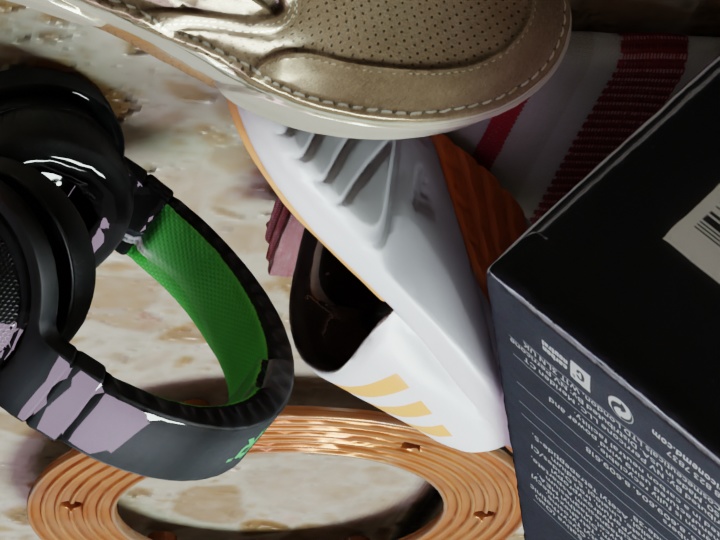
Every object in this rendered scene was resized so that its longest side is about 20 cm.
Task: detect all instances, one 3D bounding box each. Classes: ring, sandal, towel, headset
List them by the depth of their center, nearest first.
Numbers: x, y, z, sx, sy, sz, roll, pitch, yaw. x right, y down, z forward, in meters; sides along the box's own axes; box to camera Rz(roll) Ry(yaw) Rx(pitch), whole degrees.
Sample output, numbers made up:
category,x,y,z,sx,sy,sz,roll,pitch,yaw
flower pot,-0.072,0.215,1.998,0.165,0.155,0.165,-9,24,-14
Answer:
category,x,y,z,sx,sy,sz,roll,pitch,yaw
headset,-0.114,-0.004,0.866,0.200,0.124,0.094,37,115,-11
sandal,0.000,-0.007,0.868,0.059,0.079,0.207,-16,142,24
towel,0.079,-0.035,0.922,0.200,0.023,0.144,3,153,-13
ring,-0.032,0.089,1.183,0.200,0.019,0.200,-1,154,-1

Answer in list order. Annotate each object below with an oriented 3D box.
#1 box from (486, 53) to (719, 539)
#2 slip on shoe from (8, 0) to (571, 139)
category,x,y,z,sx,sy,sz,roll,pitch,yaw
box,0.127,0.032,0.851,0.148,0.104,0.200,-41,154,-17
slip on shoe,-0.028,-0.088,0.744,0.200,0.076,0.061,19,155,-23
